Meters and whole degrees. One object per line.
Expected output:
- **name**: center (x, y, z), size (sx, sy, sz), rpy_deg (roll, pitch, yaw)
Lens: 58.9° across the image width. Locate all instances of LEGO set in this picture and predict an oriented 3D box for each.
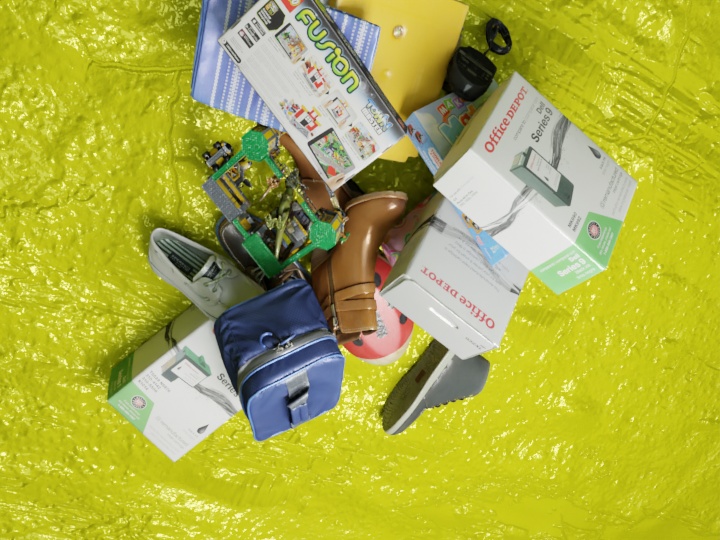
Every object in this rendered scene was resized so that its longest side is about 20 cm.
- **LEGO set**: center (-0.102, -0.100, 0.822), size (0.200, 0.116, 0.153), rpy_deg (45, 120, -9)

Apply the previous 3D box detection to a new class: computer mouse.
- **computer mouse**: center (0.152, -0.269, 0.813), size (0.058, 0.201, 0.034), rpy_deg (36, 137, -2)

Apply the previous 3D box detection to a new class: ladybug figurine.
- **ladybug figurine**: center (0.016, 0.062, 0.956), size (0.133, 0.072, 0.203), rpy_deg (-28, 116, -2)

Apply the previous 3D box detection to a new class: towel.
- **towel**: center (-0.087, -0.228, 0.703), size (0.195, 0.024, 0.148), rpy_deg (18, 115, -1)

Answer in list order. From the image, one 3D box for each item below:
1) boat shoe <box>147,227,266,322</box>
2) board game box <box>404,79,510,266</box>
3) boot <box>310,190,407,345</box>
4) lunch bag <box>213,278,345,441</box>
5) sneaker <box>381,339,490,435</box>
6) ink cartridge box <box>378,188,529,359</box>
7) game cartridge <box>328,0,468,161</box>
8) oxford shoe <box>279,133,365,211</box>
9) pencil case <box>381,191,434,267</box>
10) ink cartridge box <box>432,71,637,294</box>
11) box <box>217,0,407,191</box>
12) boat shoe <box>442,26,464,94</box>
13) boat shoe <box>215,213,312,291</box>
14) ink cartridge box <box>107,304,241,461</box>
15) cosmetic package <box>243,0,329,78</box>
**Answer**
- **boat shoe**: center (-0.198, 0.014, 0.831), size (0.196, 0.075, 0.067), rpy_deg (26, 151, 6)
- **board game box**: center (0.161, -0.130, 0.790), size (0.150, 0.037, 0.203), rpy_deg (-31, 85, -30)
- **boot**: center (0.000, 0.000, 0.830), size (0.075, 0.159, 0.198), rpy_deg (14, 147, -41)
- **lunch bag**: center (-0.092, 0.119, 0.784), size (0.133, 0.134, 0.202), rpy_deg (-24, 154, -16)
- **sneaker**: center (0.126, 0.205, 1.042), size (0.105, 0.075, 0.201), rpy_deg (35, 98, -22)
- **ink cartridge box**: center (0.133, -0.017, 0.806), size (0.144, 0.084, 0.202), rpy_deg (36, 62, -9)
- **game cartridge**: center (0.024, -0.238, 0.761), size (0.172, 0.033, 0.204), rpy_deg (4, 119, -31)
- **oxford shoe**: center (-0.059, -0.122, 0.863), size (0.071, 0.072, 0.200), rpy_deg (-39, 117, 9)
- **pencil case**: center (0.122, -0.070, 0.924), size (0.198, 0.088, 0.088), rpy_deg (-36, 116, 3)
- **ink cartridge box**: center (0.200, -0.099, 0.726), size (0.199, 0.084, 0.147), rpy_deg (38, 59, -7)
- **box**: center (-0.048, -0.198, 0.685), size (0.109, 0.035, 0.201), rpy_deg (-32, 109, 19)
- **boat shoe**: center (0.102, -0.302, 0.829), size (0.069, 0.075, 0.200), rpy_deg (-46, 122, 2)
- **boat shoe**: center (-0.119, -0.004, 0.892), size (0.072, 0.073, 0.199), rpy_deg (-45, 116, 6)
- **ink cartridge box**: center (-0.236, 0.149, 0.916), size (0.198, 0.085, 0.147), rpy_deg (-38, 117, 2)
- **cosmetic package**: center (-0.061, -0.300, 0.768), size (0.084, 0.108, 0.202), rpy_deg (32, 102, -24)
